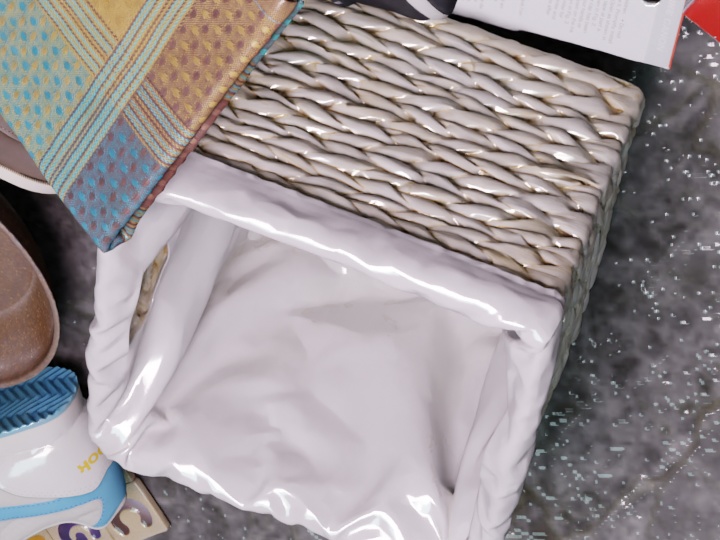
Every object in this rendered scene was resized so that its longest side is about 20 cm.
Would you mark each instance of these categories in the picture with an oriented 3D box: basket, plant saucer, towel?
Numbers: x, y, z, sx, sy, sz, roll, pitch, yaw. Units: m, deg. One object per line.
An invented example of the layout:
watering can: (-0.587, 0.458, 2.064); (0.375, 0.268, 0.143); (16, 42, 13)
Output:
basket: (0.000, 0.000, 1.157); (0.200, 0.161, 0.198); (19, 140, 7)
plant saucer: (-0.233, -0.017, 1.295); (0.200, 0.037, 0.200); (16, 146, 11)
towel: (-0.117, -0.127, 1.045); (0.200, 0.022, 0.147); (52, 124, 19)

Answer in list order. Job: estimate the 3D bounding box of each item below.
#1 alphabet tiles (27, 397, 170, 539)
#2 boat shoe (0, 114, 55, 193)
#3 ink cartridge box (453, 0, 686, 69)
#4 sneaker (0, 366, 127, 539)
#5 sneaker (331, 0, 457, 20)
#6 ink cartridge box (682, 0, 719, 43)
alphabet tiles: (-0.206, 0.129, 1.415); (0.200, 0.006, 0.166); (-23, 108, 28)
boat shoe: (-0.154, -0.083, 1.179); (0.060, 0.200, 0.072); (-30, 67, 28)
ink cartridge box: (0.052, -0.167, 1.136); (0.200, 0.050, 0.109); (17, 122, 8)
sneaker: (-0.215, 0.115, 1.364); (0.200, 0.077, 0.081); (-15, 117, 28)
sneaker: (-0.051, -0.131, 1.106); (0.200, 0.072, 0.083); (27, 93, 25)
ink cartridge box: (0.265, -0.118, 1.070); (0.200, 0.084, 0.176); (37, 122, -5)
